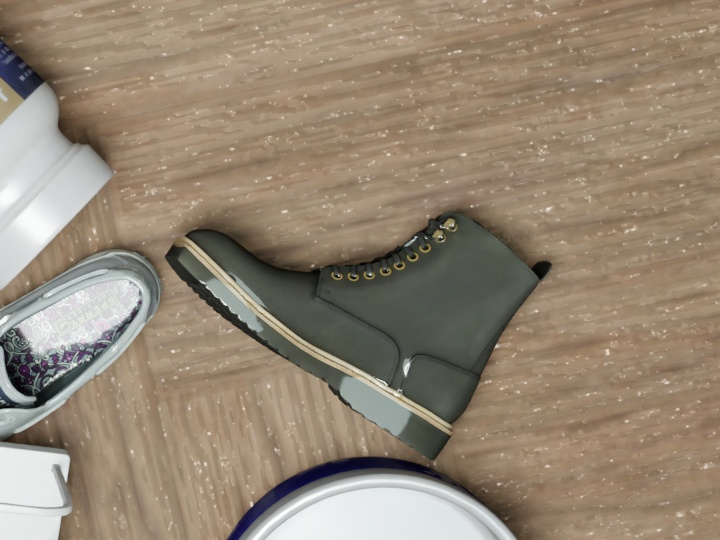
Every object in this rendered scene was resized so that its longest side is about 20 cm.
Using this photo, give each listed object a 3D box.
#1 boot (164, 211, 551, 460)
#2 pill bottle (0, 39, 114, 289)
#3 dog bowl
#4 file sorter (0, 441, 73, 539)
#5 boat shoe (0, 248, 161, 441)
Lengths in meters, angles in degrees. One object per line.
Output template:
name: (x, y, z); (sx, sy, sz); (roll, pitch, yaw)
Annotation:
boot: (0.000, 0.000, 1.298); (0.200, 0.077, 0.138); (36, 86, -20)
pill bottle: (-0.241, -0.089, 1.239); (0.200, 0.116, 0.116); (43, 90, -8)
dog bowl: (0.007, 0.212, 1.305); (0.200, 0.079, 0.200); (0, 95, -6)
file sorter: (-0.234, 0.198, 1.196); (0.139, 0.125, 0.200); (8, 96, -14)
boat shoe: (-0.203, 0.056, 1.275); (0.201, 0.072, 0.070); (-36, 98, 0)
